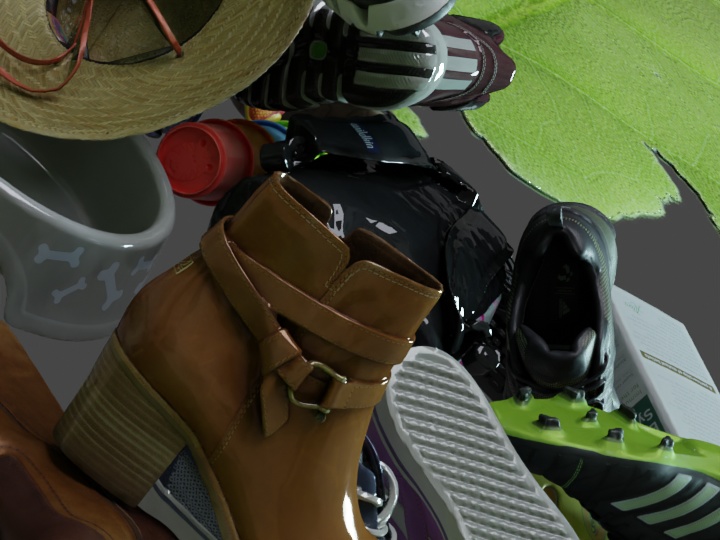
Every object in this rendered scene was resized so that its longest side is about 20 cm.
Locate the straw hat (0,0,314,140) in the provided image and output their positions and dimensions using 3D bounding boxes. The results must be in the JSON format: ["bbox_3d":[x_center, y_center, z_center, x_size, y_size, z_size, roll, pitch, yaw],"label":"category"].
[{"bbox_3d":[-0.108,-0.133,1.405,0.201,0.201,0.085,53,-6,26],"label":"straw hat"}]

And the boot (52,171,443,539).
[{"bbox_3d":[-0.014,0.062,1.211,0.200,0.155,0.077,37,12,-15],"label":"boot"}]

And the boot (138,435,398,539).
[{"bbox_3d":[-0.007,0.130,1.302,0.200,0.090,0.073,39,22,-8],"label":"boot"}]

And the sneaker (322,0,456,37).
[{"bbox_3d":[-0.036,-0.181,1.452,0.200,0.066,0.091,18,-39,45],"label":"sneaker"}]

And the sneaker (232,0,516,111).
[{"bbox_3d":[0.007,-0.116,1.538,0.115,0.076,0.200,4,10,-39],"label":"sneaker"}]

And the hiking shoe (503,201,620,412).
[{"bbox_3d":[0.104,0.063,1.530,0.101,0.075,0.201,-3,89,-75],"label":"hiking shoe"}]

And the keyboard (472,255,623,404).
[{"bbox_3d":[0.067,0.031,1.623,0.200,0.104,0.040,46,49,11],"label":"keyboard"}]

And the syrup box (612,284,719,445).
[{"bbox_3d":[0.173,0.106,1.665,0.081,0.079,0.200,27,27,-33],"label":"syrup box"}]

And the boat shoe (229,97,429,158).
[{"bbox_3d":[0.004,-0.075,1.723,0.200,0.075,0.073,50,23,16],"label":"boat shoe"}]

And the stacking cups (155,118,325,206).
[{"bbox_3d":[-0.066,-0.056,1.553,0.061,0.061,0.200,47,15,13],"label":"stacking cups"}]

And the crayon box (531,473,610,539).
[{"bbox_3d":[0.141,0.167,1.473,0.200,0.051,0.127,26,54,-37],"label":"crayon box"}]

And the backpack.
[{"bbox_3d":[0.000,0.000,1.508,0.167,0.126,0.200,51,21,1],"label":"backpack"}]

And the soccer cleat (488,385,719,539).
[{"bbox_3d":[0.142,0.114,1.414,0.199,0.081,0.068,15,17,-24],"label":"soccer cleat"}]

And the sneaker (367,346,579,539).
[{"bbox_3d":[0.047,0.142,1.373,0.072,0.114,0.201,-19,80,-34],"label":"sneaker"}]

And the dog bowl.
[{"bbox_3d":[-0.178,-0.056,1.403,0.200,0.059,0.200,35,22,-17],"label":"dog bowl"}]

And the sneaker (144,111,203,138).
[{"bbox_3d":[-0.111,-0.112,1.538,0.079,0.075,0.200,51,-2,-12],"label":"sneaker"}]

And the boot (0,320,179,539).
[{"bbox_3d":[-0.157,0.081,1.172,0.200,0.069,0.188,52,24,24],"label":"boot"}]

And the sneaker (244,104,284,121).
[{"bbox_3d":[-0.124,-0.148,1.649,0.200,0.077,0.073,30,2,18],"label":"sneaker"}]
